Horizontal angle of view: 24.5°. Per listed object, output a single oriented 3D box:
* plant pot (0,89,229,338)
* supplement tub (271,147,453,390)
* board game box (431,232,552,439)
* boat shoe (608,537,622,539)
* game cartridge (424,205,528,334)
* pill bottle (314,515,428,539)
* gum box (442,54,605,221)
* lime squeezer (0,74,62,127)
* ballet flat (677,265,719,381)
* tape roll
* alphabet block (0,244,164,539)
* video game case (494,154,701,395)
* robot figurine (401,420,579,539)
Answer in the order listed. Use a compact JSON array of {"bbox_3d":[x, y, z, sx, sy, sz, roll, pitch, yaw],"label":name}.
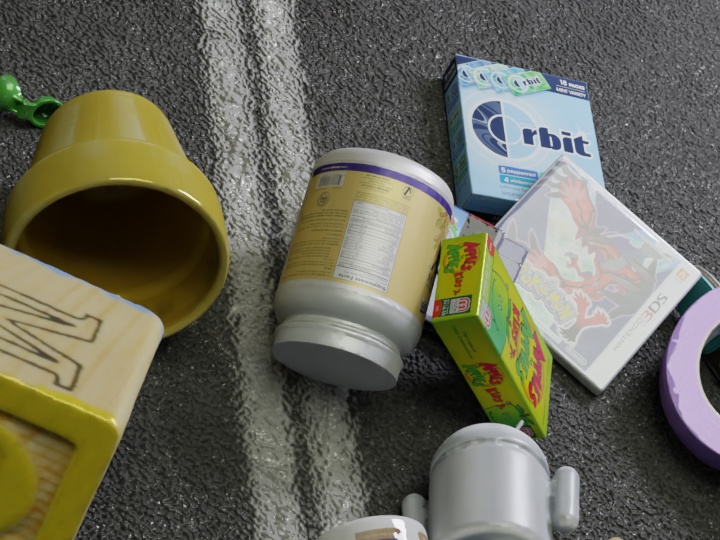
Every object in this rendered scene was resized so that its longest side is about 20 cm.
[{"bbox_3d":[-0.229,-0.063,1.527,0.200,0.201,0.189,9,39,-19],"label":"plant pot"},{"bbox_3d":[0.000,0.000,1.584,0.145,0.145,0.200,19,70,-11],"label":"supplement tub"},{"bbox_3d":[0.130,0.067,1.600,0.048,0.200,0.102,-10,47,22],"label":"board game box"},{"bbox_3d":[0.185,0.310,1.526,0.200,0.074,0.066,-21,44,-28],"label":"boat shoe"},{"bbox_3d":[0.062,-0.016,1.698,0.200,0.038,0.130,27,73,-4],"label":"game cartridge"},{"bbox_3d":[0.024,0.320,1.408,0.111,0.111,0.200,2,56,-24],"label":"pill bottle"},{"bbox_3d":[0.185,-0.140,1.864,0.170,0.045,0.200,10,53,-18],"label":"gum box"},{"bbox_3d":[-0.327,-0.171,1.660,0.200,0.038,0.071,27,18,-4],"label":"lime squeezer"},{"bbox_3d":[0.406,0.084,1.798,0.064,0.067,0.200,-5,63,-44],"label":"ballet flat"},{"bbox_3d":[0.413,0.112,1.714,0.200,0.066,0.201,-1,73,3],"label":"tape roll"},{"bbox_3d":[-0.290,0.115,1.315,0.196,0.196,0.200,23,21,-6],"label":"alphabet block"},{"bbox_3d":[0.233,0.002,1.756,0.200,0.023,0.182,41,70,7],"label":"video game case"},{"bbox_3d":[0.118,0.221,1.514,0.169,0.113,0.200,-9,41,13],"label":"robot figurine"}]
